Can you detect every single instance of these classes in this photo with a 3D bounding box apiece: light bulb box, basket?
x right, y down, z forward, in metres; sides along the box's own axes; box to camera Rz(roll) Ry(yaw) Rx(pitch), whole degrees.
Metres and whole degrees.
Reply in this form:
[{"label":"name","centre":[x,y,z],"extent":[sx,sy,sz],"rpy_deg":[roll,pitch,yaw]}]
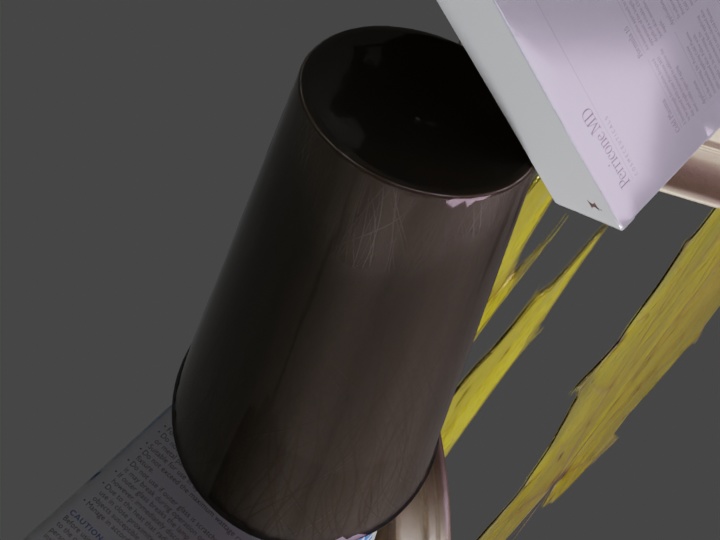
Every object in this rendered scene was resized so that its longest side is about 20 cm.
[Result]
[{"label":"light bulb box","centre":[-0.104,0.188,1.095],"extent":[0.200,0.125,0.199],"rpy_deg":[-42,164,-26]},{"label":"basket","centre":[0.000,0.000,0.910],"extent":[0.181,0.135,0.201],"rpy_deg":[-70,180,-48]}]

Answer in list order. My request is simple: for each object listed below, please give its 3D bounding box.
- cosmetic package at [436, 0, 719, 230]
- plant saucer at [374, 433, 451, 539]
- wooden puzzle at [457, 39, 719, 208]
[{"label":"cosmetic package","centre":[0.102,-0.140,0.794],"extent":[0.151,0.052,0.201],"rpy_deg":[-46,126,-16]},{"label":"plant saucer","centre":[0.008,0.095,1.115],"extent":[0.029,0.202,0.201],"rpy_deg":[-9,153,-13]},{"label":"wooden puzzle","centre":[0.155,-0.133,0.994],"extent":[0.037,0.183,0.201],"rpy_deg":[-87,-163,-47]}]
